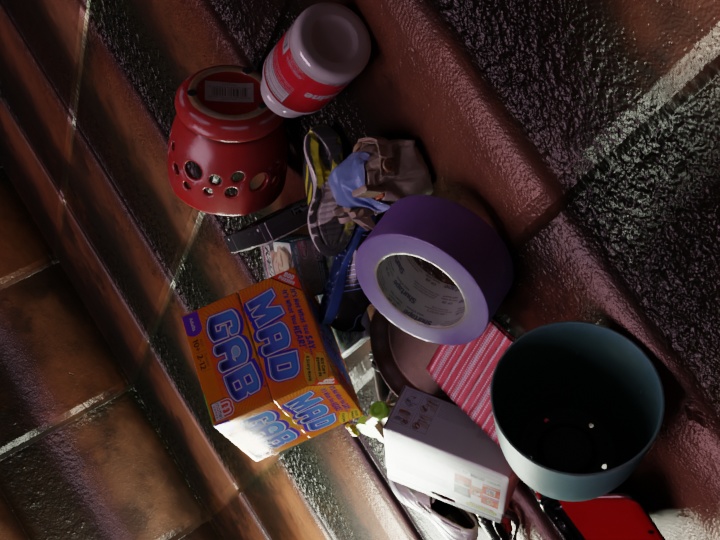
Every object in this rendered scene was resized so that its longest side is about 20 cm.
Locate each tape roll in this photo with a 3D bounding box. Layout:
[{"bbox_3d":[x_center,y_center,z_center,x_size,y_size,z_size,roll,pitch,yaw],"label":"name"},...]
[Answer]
[{"bbox_3d":[0.098,0.001,1.438,0.200,0.085,0.200,22,142,18],"label":"tape roll"}]

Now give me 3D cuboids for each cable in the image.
[{"bbox_3d":[0.247,0.438,1.757,0.097,0.050,0.200,-11,119,46],"label":"cable"}]

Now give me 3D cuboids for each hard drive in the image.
[{"bbox_3d":[-0.134,-0.081,1.795,0.200,0.140,0.038,-13,104,62],"label":"hard drive"}]

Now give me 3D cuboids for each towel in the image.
[{"bbox_3d":[0.189,0.153,1.508,0.200,0.022,0.145,44,121,31],"label":"towel"}]

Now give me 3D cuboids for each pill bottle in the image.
[{"bbox_3d":[-0.072,-0.287,1.508,0.112,0.112,0.200,61,155,0],"label":"pill bottle"}]

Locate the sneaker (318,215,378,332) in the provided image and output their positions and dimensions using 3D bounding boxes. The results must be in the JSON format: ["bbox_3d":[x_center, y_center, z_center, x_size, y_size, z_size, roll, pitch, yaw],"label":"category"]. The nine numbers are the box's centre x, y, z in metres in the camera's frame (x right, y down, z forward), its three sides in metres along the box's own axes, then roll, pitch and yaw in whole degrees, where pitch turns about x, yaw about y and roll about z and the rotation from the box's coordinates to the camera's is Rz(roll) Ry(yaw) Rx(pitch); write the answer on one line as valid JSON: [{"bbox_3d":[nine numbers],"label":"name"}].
[{"bbox_3d":[0.000,0.000,1.669,0.070,0.078,0.200,-136,65,-69],"label":"sneaker"}]

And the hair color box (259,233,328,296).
[{"bbox_3d":[-0.118,-0.010,1.871,0.200,0.060,0.100,-173,71,-69],"label":"hair color box"}]

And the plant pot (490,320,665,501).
[{"bbox_3d":[0.258,0.187,1.303,0.201,0.200,0.161,46,162,29],"label":"plant pot"}]

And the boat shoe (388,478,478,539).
[{"bbox_3d":[0.132,0.400,1.881,0.200,0.074,0.065,36,141,24],"label":"boat shoe"}]

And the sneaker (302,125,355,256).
[{"bbox_3d":[-0.050,-0.121,1.657,0.085,0.074,0.200,170,97,-83],"label":"sneaker"}]

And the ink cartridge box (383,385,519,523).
[{"bbox_3d":[0.141,0.281,1.618,0.200,0.084,0.176,20,147,16],"label":"ink cartridge box"}]

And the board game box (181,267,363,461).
[{"bbox_3d":[-0.139,0.155,1.723,0.200,0.200,0.200,61,-174,-61],"label":"board game box"}]

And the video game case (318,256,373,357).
[{"bbox_3d":[-0.038,0.036,1.799,0.182,0.023,0.200,133,121,-68],"label":"video game case"}]

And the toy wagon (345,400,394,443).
[{"bbox_3d":[0.068,0.268,1.785,0.200,0.040,0.155,6,147,32],"label":"toy wagon"}]

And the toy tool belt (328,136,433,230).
[{"bbox_3d":[0.004,-0.121,1.523,0.200,0.123,0.125,-13,104,64],"label":"toy tool belt"}]

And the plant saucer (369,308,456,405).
[{"bbox_3d":[0.099,0.117,1.632,0.200,0.034,0.201,15,112,39],"label":"plant saucer"}]

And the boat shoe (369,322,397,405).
[{"bbox_3d":[0.049,0.142,1.750,0.074,0.065,0.200,31,141,46],"label":"boat shoe"}]

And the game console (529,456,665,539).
[{"bbox_3d":[0.325,0.324,1.438,0.200,0.119,0.172,53,-168,-31],"label":"game console"}]

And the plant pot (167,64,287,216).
[{"bbox_3d":[-0.215,-0.217,1.743,0.200,0.200,0.183,47,147,27],"label":"plant pot"}]
